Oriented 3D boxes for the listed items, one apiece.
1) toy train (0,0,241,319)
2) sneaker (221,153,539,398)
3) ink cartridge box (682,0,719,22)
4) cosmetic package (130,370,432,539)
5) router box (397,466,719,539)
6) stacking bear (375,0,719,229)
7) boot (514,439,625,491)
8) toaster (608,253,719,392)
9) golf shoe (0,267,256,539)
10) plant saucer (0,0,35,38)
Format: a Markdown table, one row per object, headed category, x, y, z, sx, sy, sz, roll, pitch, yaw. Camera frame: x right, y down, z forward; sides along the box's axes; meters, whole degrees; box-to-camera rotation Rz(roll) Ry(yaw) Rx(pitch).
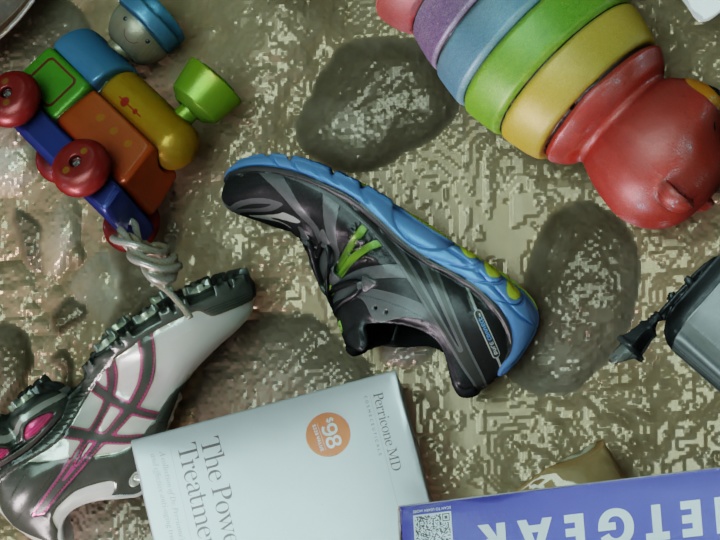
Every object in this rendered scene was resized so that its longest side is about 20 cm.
| category | x | y | z | sx | sy | sz | roll | pitch | yaw |
| --- | --- | --- | --- | --- | --- | --- | --- | --- | --- |
| toy train | -0.110 | -0.068 | 1.610 | 0.116 | 0.085 | 0.200 | -45 | 56 | -4 |
| sneaker | 0.000 | 0.000 | 1.572 | 0.199 | 0.071 | 0.083 | 33 | 89 | 19 |
| ink cartridge box | 0.232 | -0.224 | 1.513 | 0.200 | 0.067 | 0.117 | -38 | 72 | 12 |
| cosmetic package | -0.027 | 0.170 | 1.547 | 0.150 | 0.052 | 0.200 | -15 | 76 | 0 |
| router box | 0.143 | 0.136 | 1.376 | 0.200 | 0.179 | 0.049 | -9 | 75 | 21 |
| stacking bear | 0.114 | -0.107 | 1.527 | 0.114 | 0.121 | 0.200 | -46 | 77 | 8 |
| boot | 0.168 | 0.171 | 1.487 | 0.175 | 0.066 | 0.200 | -38 | 70 | 12 |
| toaster | 0.246 | 0.012 | 1.414 | 0.119 | 0.181 | 0.200 | 44 | 98 | 19 |
| golf shoe | -0.127 | 0.074 | 1.623 | 0.200 | 0.077 | 0.088 | -36 | 94 | 14 |
| plant saucer | -0.256 | -0.211 | 1.722 | 0.200 | 0.034 | 0.201 | -3 | 81 | 20 |
